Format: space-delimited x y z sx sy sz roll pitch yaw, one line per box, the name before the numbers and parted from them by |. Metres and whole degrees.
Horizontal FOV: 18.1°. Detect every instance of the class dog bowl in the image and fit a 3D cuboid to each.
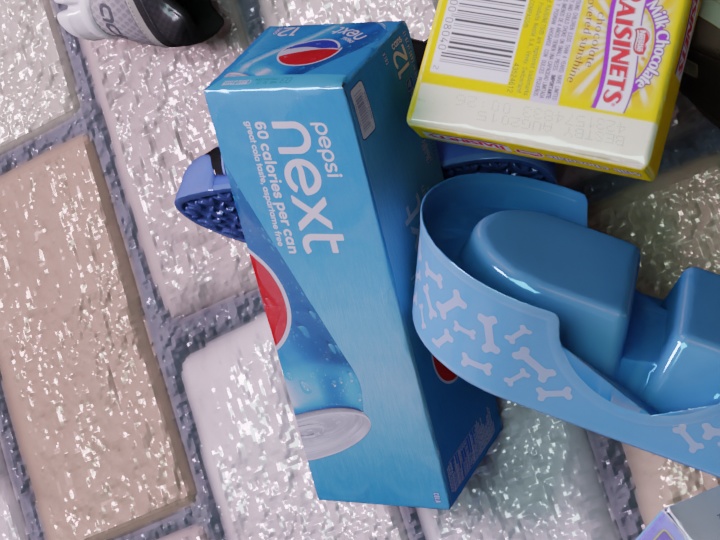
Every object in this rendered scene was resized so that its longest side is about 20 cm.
dog bowl | 0.111 0.025 0.900 0.199 0.112 0.050 20 118 2

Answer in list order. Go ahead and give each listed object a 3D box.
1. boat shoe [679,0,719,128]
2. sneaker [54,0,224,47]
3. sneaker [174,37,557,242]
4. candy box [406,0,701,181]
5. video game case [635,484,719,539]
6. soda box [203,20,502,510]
boat shoe | 0.162 -0.102 0.924 0.202 0.075 0.075 32 71 12
sneaker | -0.076 -0.193 1.057 0.087 0.074 0.201 24 102 28
sneaker | 0.006 -0.061 1.011 0.199 0.070 0.078 -7 61 33
candy box | 0.092 -0.141 0.901 0.102 0.026 0.201 13 80 19
video game case | 0.136 0.214 0.885 0.182 0.045 0.200 52 133 21
soda box | 0.000 0.000 0.949 0.067 0.064 0.201 1 120 28
